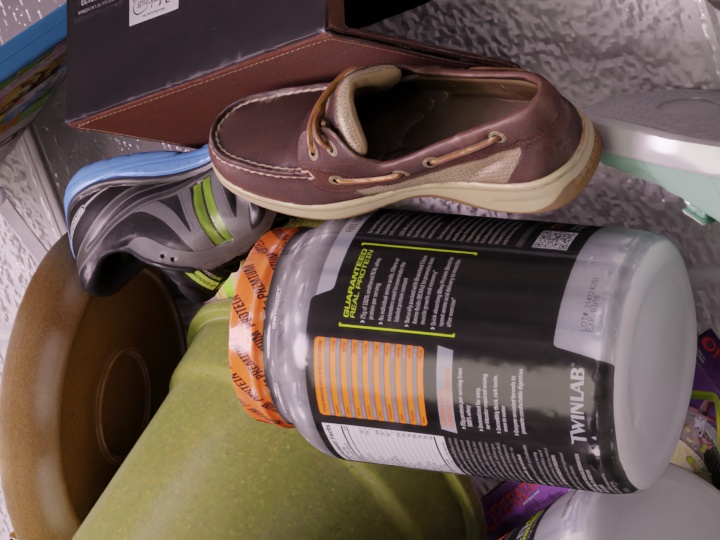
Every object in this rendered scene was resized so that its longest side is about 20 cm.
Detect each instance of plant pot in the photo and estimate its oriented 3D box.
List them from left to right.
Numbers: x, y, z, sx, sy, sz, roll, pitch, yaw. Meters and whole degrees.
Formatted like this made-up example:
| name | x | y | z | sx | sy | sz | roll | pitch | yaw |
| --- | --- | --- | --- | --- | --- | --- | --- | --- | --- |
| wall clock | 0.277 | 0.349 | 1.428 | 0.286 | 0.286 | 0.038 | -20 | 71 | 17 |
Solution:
| name | x | y | z | sx | sy | sz | roll | pitch | yaw |
| --- | --- | --- | --- | --- | --- | --- | --- | --- | --- |
| plant pot | -0.139 | 0.074 | 1.407 | 0.027 | 0.200 | 0.200 | 5 | 119 | 21 |
| plant pot | -0.066 | 0.150 | 1.344 | 0.200 | 0.184 | 0.201 | 32 | 153 | 18 |

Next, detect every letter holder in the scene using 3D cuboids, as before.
| name | x | y | z | sx | sy | sz | roll | pitch | yaw |
| --- | --- | --- | --- | --- | --- | --- | --- | --- | --- |
| letter holder | -0.031 | -0.129 | 1.266 | 0.200 | 0.142 | 0.101 | -14 | 73 | 46 |

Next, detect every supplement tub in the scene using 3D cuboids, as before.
| name | x | y | z | sx | sy | sz | roll | pitch | yaw |
| --- | --- | --- | --- | --- | --- | --- | --- | --- | --- |
| supplement tub | 0.047 | 0.034 | 1.195 | 0.200 | 0.123 | 0.123 | 6 | 119 | 25 |
| supplement tub | 0.102 | 0.184 | 1.263 | 0.123 | 0.122 | 0.200 | 53 | 136 | 4 |

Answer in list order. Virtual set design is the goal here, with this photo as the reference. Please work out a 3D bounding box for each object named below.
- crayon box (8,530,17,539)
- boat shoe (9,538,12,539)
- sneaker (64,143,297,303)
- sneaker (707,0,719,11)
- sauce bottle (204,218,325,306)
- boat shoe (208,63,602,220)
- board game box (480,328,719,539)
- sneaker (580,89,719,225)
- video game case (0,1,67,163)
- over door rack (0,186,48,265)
| name | x | y | z | sx | sy | sz | roll | pitch | yaw |
| --- | --- | --- | --- | --- | --- | --- | --- | --- | --- |
| crayon box | -0.089 | 0.187 | 1.475 | 0.200 | 0.126 | 0.052 | 29 | 131 | 27 |
| boat shoe | -0.158 | 0.243 | 1.611 | 0.200 | 0.069 | 0.084 | 32 | 132 | 24 |
| sneaker | -0.066 | -0.026 | 1.313 | 0.199 | 0.071 | 0.083 | -11 | 74 | 31 |
| sneaker | 0.183 | -0.197 | 1.038 | 0.115 | 0.076 | 0.200 | 6 | 118 | 36 |
| sauce bottle | 0.000 | 0.000 | 1.326 | 0.200 | 0.065 | 0.065 | 5 | 117 | 41 |
| boat shoe | 0.009 | -0.068 | 1.162 | 0.200 | 0.072 | 0.072 | 6 | 152 | 33 |
| board game box | 0.148 | 0.125 | 1.295 | 0.120 | 0.032 | 0.200 | 50 | 137 | 2 |
| sneaker | 0.180 | -0.009 | 1.147 | 0.200 | 0.074 | 0.118 | 19 | 119 | 30 |
| video game case | -0.222 | -0.073 | 1.424 | 0.018 | 0.143 | 0.200 | 47 | 137 | 2 |
| over door rack | -0.214 | 0.057 | 1.444 | 0.200 | 0.148 | 0.067 | 58 | 175 | -37 |
